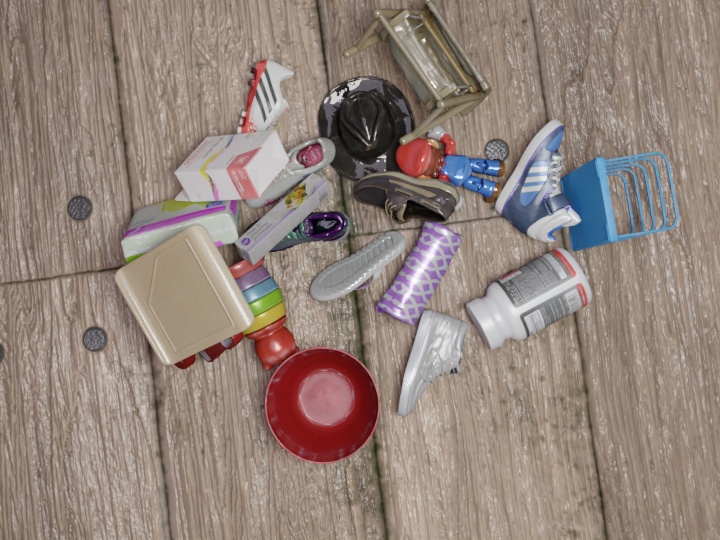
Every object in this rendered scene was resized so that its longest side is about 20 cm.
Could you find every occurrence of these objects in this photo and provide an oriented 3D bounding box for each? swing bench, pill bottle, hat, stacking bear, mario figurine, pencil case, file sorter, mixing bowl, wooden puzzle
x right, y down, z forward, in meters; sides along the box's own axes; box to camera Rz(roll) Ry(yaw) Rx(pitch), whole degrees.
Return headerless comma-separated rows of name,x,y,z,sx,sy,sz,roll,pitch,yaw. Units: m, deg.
swing bench,0.114,-0.360,1.308,0.200,0.130,0.199,-32,87,-38
pill bottle,0.297,0.053,1.333,0.200,0.116,0.116,-28,87,0
hat,0.012,-0.267,1.370,0.200,0.081,0.201,0,88,1
stacking bear,-0.183,0.079,1.350,0.121,0.114,0.200,-28,96,-18
mario figurine,0.160,-0.191,1.380,0.200,0.106,0.124,16,50,-8
pencil case,0.105,0.001,1.359,0.085,0.084,0.200,27,86,40
file sorter,0.444,-0.118,1.295,0.122,0.200,0.139,-9,87,-1
mixing bowl,-0.064,0.234,1.339,0.200,0.108,0.201,0,88,2
wooden puzzle,-0.289,0.042,1.228,0.200,0.037,0.185,-26,95,25

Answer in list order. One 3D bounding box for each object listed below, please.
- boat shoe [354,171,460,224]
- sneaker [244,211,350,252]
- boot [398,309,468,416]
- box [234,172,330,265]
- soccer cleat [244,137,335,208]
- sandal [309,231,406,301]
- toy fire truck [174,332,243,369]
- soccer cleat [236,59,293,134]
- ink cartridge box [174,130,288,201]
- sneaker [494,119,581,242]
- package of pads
boat shoe,0.075,-0.127,1.338,0.200,0.075,0.073,6,55,25
sneaker,-0.119,-0.080,1.363,0.199,0.088,0.075,-10,87,1
boot,0.135,0.176,1.352,0.095,0.074,0.200,16,87,9
box,-0.135,-0.093,1.314,0.039,0.041,0.200,33,66,28
soccer cleat,-0.138,-0.184,1.362,0.200,0.086,0.070,-33,87,8
sandal,0.003,0.004,1.373,0.202,0.083,0.050,-32,130,-1
toy fire truck,-0.294,0.067,1.308,0.112,0.168,0.200,-35,87,-39
soccer cleat,-0.178,-0.289,1.386,0.085,0.069,0.201,12,90,-12
ink cartridge box,-0.242,-0.183,1.317,0.200,0.117,0.068,0,132,31
sneaker,0.347,-0.149,1.331,0.146,0.081,0.200,37,109,20
package of pads,-0.316,-0.082,1.337,0.199,0.155,0.068,-14,116,0
